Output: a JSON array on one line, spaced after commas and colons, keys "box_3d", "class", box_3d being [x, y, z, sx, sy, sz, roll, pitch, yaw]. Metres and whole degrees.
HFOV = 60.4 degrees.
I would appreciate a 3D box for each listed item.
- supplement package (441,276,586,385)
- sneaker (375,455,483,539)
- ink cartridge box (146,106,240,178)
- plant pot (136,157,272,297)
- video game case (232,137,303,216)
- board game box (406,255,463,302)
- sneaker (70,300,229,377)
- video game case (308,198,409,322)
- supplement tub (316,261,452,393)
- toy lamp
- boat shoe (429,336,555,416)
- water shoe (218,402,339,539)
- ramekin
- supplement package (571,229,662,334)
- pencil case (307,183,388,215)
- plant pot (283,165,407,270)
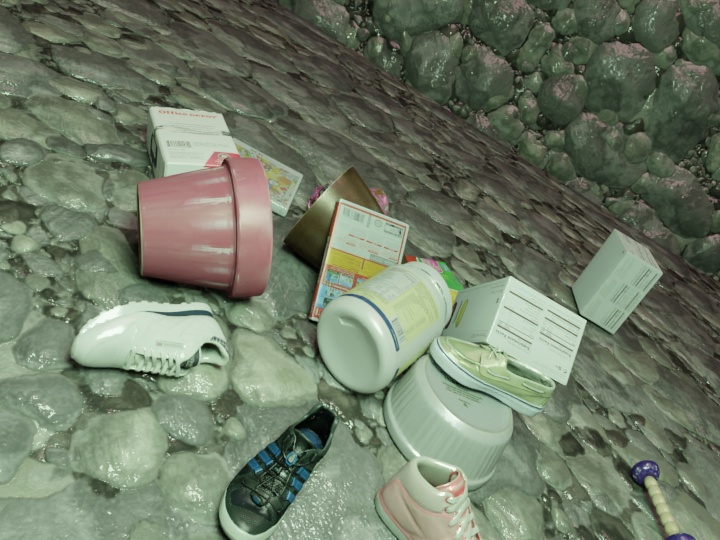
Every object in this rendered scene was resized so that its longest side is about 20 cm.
[{"box_3d": [0.246, 0.107, 1.039, 0.152, 0.114, 0.200, 27, -15, -10], "class": "supplement package"}, {"box_3d": [0.113, 0.307, 0.731, 0.199, 0.106, 0.075, 42, 27, 17], "class": "sneaker"}, {"box_3d": [-0.308, -0.211, 1.140, 0.140, 0.086, 0.202, -1, 40, -28], "class": "ink cartridge box"}, {"box_3d": [-0.232, -0.062, 0.903, 0.173, 0.205, 0.202, -2, 39, -22], "class": "plant pot"}, {"box_3d": [-0.217, -0.202, 1.309, 0.178, 0.023, 0.202, 27, 28, -9], "class": "video game case"}, {"box_3d": [0.128, 0.035, 1.258, 0.195, 0.041, 0.155, 9, 35, -37], "class": "board game box"}, {"box_3d": [-0.248, 0.091, 0.754, 0.196, 0.077, 0.082, -6, 54, -48], "class": "sneaker"}, {"box_3d": [0.000, 0.000, 1.045, 0.139, 0.207, 0.017, 17, -9, -24], "class": "video game case"}, {"box_3d": [0.042, 0.079, 0.950, 0.144, 0.147, 0.198, 40, 40, 19], "class": "supplement tub"}, {"box_3d": [0.502, 0.407, 1.021, 0.057, 0.059, 0.202, 25, 26, -11], "class": "toy lamp"}, {"box_3d": [0.197, 0.143, 0.920, 0.195, 0.063, 0.073, 28, 27, -7], "class": "boat shoe"}, {"box_3d": [-0.089, 0.216, 0.698, 0.070, 0.080, 0.200, 33, 27, 7], "class": "water shoe"}, {"box_3d": [0.137, 0.212, 0.921, 0.197, 0.096, 0.205, 24, 29, -14], "class": "ramekin"}, {"box_3d": [0.668, 0.027, 1.630, 0.109, 0.203, 0.157, 28, 26, -4], "class": "supplement package"}, {"box_3d": [-0.022, -0.140, 1.347, 0.081, 0.090, 0.197, 11, 10, 40], "class": "pencil case"}, {"box_3d": [-0.010, -0.048, 1.134, 0.200, 0.187, 0.187, 45, 27, -3], "class": "plant pot"}]
